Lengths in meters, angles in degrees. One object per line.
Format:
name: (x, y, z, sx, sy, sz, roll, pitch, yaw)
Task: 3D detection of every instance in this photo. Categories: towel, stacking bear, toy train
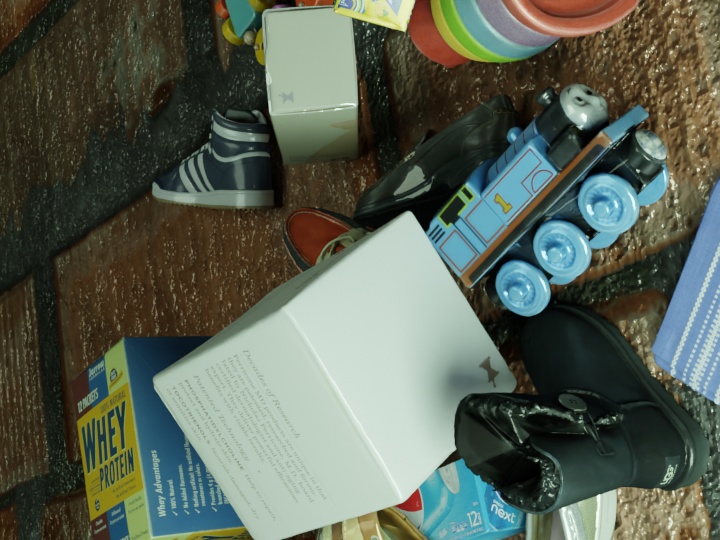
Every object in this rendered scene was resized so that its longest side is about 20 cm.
towel: (0.284, 0.037, 0.841, 0.200, 0.024, 0.147, 37, 116, 47)
stacking bear: (0.105, -0.216, 1.022, 0.122, 0.113, 0.199, 56, 157, -10)
toy train: (0.140, -0.053, 0.963, 0.114, 0.087, 0.200, 47, 132, 7)
toy train: (-0.075, -0.284, 1.329, 0.199, 0.055, 0.152, 34, 115, 46)

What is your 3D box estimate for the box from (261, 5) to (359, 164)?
box: (-0.042, -0.163, 1.169, 0.200, 0.076, 0.097, 90, 175, -84)

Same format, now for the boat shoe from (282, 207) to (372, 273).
boat shoe: (0.000, 0.000, 1.153, 0.199, 0.063, 0.071, 39, 85, 27)

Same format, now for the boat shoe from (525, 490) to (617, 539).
boat shoe: (0.150, 0.241, 0.982, 0.074, 0.064, 0.205, 15, 101, 54)

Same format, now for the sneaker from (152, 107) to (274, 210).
sneaker: (-0.163, -0.125, 1.429, 0.199, 0.069, 0.110, 8, 100, 48)

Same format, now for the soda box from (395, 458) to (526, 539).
soda box: (0.065, 0.211, 1.101, 0.199, 0.067, 0.065, -35, 62, 49)

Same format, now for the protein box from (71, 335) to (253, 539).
protein box: (-0.167, 0.181, 1.317, 0.135, 0.198, 0.201, -34, 62, 49)

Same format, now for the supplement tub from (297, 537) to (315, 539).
supplement tub: (-0.047, 0.323, 1.151, 0.200, 0.121, 0.124, -86, 5, -79)

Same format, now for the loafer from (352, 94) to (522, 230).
loafer: (0.069, -0.086, 1.112, 0.199, 0.072, 0.073, -20, 64, 43)

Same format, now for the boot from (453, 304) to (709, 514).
boot: (0.132, 0.091, 0.925, 0.200, 0.166, 0.077, 48, 127, 44)

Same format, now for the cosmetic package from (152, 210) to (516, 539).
cosmetic package: (-0.021, 0.088, 1.019, 0.199, 0.167, 0.168, -28, 96, 47)

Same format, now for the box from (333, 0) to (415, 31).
box: (0.017, -0.264, 1.104, 0.200, 0.063, 0.071, -91, 17, -68)

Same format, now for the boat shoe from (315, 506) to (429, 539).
boat shoe: (0.051, 0.258, 1.031, 0.074, 0.200, 0.076, -32, 24, 35)
